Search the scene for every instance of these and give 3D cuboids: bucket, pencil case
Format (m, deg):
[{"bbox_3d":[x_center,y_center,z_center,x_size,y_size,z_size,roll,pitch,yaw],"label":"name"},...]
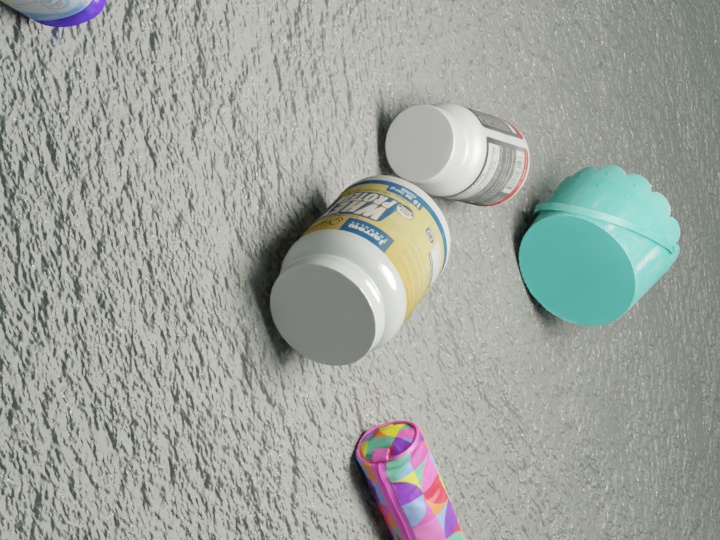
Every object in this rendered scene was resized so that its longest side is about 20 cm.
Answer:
[{"bbox_3d":[0.326,-0.032,2.396,0.135,0.207,0.208,-46,124,-46],"label":"bucket"},{"bbox_3d":[0.062,0.269,1.986,0.088,0.088,0.200,-55,130,-49],"label":"pencil case"}]

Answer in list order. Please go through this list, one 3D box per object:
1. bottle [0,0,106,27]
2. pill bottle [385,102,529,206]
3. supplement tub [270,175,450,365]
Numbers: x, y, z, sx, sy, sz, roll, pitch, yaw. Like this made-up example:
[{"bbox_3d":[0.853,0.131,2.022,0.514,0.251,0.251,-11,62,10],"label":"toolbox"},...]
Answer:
[{"bbox_3d":[-0.298,-0.267,1.442,0.200,0.083,0.065,28,62,-57],"label":"bottle"},{"bbox_3d":[0.119,-0.145,2.127,0.200,0.116,0.116,8,77,-60],"label":"pill bottle"},{"bbox_3d":[0.000,0.000,1.860,0.200,0.144,0.145,-50,128,-52],"label":"supplement tub"}]
